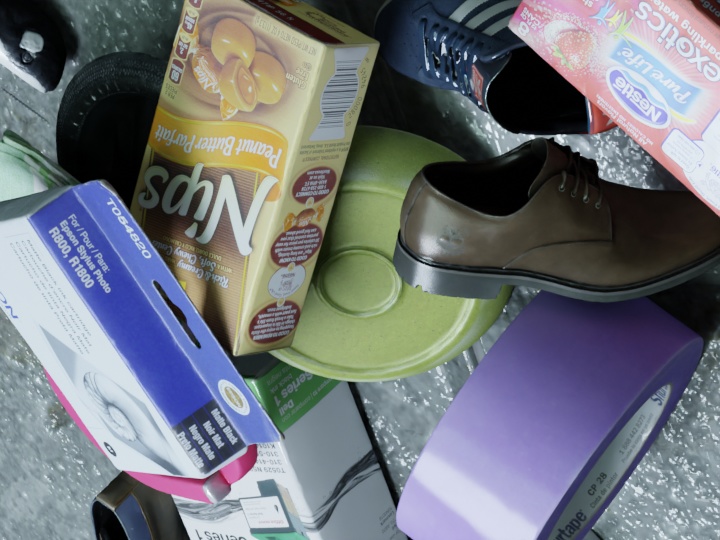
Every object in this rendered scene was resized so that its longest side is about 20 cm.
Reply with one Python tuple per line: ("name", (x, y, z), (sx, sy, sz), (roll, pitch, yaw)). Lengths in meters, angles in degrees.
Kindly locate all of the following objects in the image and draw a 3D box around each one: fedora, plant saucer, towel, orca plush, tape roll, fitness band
("fedora", (-0.110, -0.072, 1.571), (0.200, 0.092, 0.202), (24, 134, 27))
("plant saucer", (0.000, 0.000, 1.494), (0.198, 0.031, 0.201), (2, 129, 2))
("towel", (-0.169, 0.003, 1.588), (0.200, 0.023, 0.153), (38, 154, 17))
("orca plush", (-0.274, -0.211, 1.658), (0.200, 0.071, 0.105), (39, -176, 19))
("tape roll", (0.113, 0.098, 1.415), (0.085, 0.200, 0.201), (36, 138, 16))
("fitness band", (-0.148, 0.089, 1.613), (0.199, 0.037, 0.144), (6, 133, 54))

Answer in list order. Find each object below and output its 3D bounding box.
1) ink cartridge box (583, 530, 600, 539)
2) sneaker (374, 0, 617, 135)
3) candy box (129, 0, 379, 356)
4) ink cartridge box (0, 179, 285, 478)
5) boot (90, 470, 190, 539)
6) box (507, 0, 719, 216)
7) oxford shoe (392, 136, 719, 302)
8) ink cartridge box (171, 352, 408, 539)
("ink cartridge box", (0.133, 0.286, 1.634), (0.147, 0.083, 0.200), (44, 141, 7))
("sneaker", (0.076, -0.119, 1.369), (0.199, 0.084, 0.075), (10, 127, 37))
("candy box", (-0.070, -0.065, 1.421), (0.115, 0.055, 0.201), (31, 114, 35))
("ink cartridge box", (-0.155, 0.040, 1.472), (0.200, 0.041, 0.200), (56, 154, -13))
("boot", (-0.172, 0.209, 1.842), (0.074, 0.097, 0.201), (27, 135, 25))
("box", (0.191, -0.116, 1.257), (0.200, 0.095, 0.100), (42, 139, 9))
("oxford shoe", (0.121, -0.032, 1.339), (0.198, 0.073, 0.085), (-2, 129, -10))
("ink cartridge box", (-0.066, 0.139, 1.701), (0.145, 0.084, 0.201), (0, 120, 43))
